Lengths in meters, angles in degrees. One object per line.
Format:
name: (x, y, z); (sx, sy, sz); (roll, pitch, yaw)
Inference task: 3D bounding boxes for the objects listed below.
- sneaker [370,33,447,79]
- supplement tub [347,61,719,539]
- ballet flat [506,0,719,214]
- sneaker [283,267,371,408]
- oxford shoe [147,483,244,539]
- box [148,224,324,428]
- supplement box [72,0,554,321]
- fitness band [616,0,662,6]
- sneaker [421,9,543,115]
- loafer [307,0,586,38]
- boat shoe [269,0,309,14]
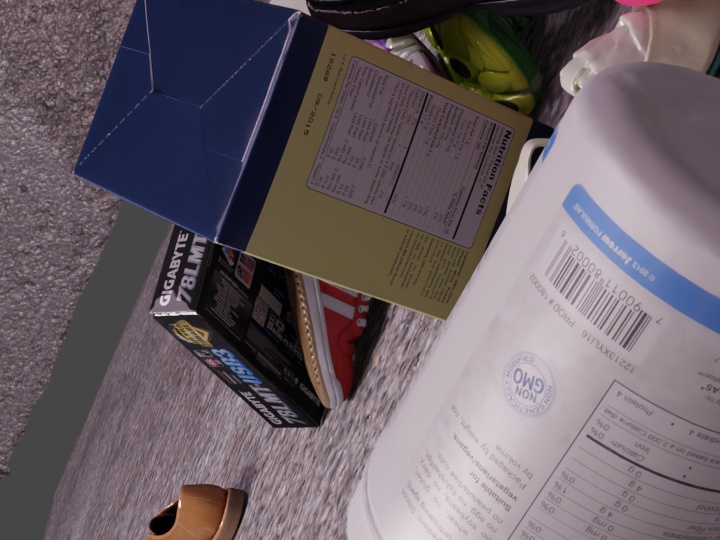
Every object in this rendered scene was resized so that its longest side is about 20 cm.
sneaker: (0.025, -0.130, 1.137); (0.088, 0.080, 0.200); (-45, 18, 11)
supplement tub: (0.091, 0.041, 0.533); (0.132, 0.132, 0.200); (-89, 23, -56)
ballet flat: (0.117, -0.065, 0.734); (0.069, 0.069, 0.200); (-113, 45, -72)
sneaker: (0.000, 0.000, 1.159); (0.071, 0.112, 0.200); (-162, 62, -75)
oxford shoe: (-0.175, 0.263, 1.454); (0.071, 0.071, 0.200); (-86, 19, -47)
box: (-0.073, -0.005, 1.200); (0.050, 0.200, 0.199); (-5, 58, 28)
supplement box: (-0.031, -0.073, 0.933); (0.200, 0.200, 0.134); (25, 94, 54)
fitness band: (0.160, -0.198, 0.741); (0.144, 0.037, 0.200); (-46, 19, 13)
sneaker: (0.081, -0.176, 1.014); (0.200, 0.084, 0.074); (-115, 5, -48)
loafer: (0.050, -0.190, 0.923); (0.200, 0.063, 0.072); (-2, 48, 30)
boat shoe: (0.019, -0.226, 1.129); (0.200, 0.072, 0.069); (-49, -26, -9)
